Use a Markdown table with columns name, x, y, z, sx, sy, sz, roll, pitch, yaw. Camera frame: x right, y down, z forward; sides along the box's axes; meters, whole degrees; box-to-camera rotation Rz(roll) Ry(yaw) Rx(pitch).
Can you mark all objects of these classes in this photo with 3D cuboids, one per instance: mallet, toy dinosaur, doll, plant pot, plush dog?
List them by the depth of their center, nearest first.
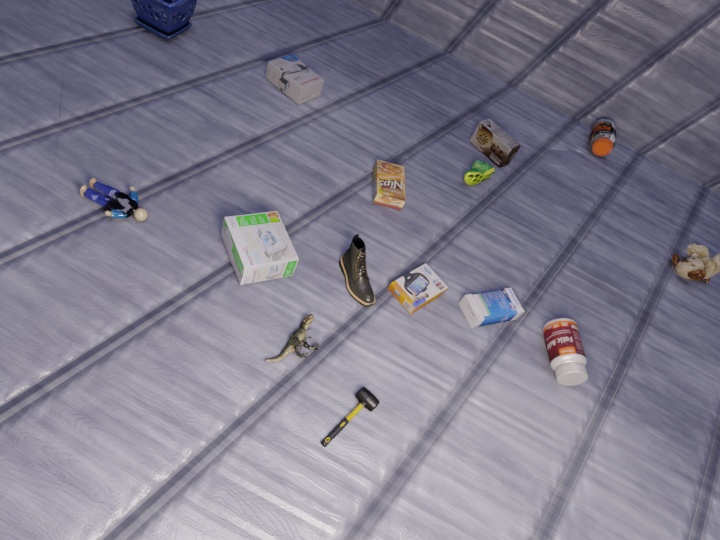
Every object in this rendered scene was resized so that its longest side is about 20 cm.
| name | x | y | z | sx | sy | sz | roll | pitch | yaw |
| --- | --- | --- | --- | --- | --- | --- | --- | --- | --- |
| mallet | -0.038 | 0.387 | 1.380 | 0.200 | 0.041 | 0.066 | -30 | 70 | -32 |
| toy dinosaur | -0.174 | 0.209 | 1.459 | 0.088 | 0.047 | 0.200 | 25 | 47 | 18 |
| doll | -0.734 | -0.212 | 1.565 | 0.200 | 0.048 | 0.137 | 29 | 50 | 2 |
| plant pot | -0.812 | -1.081 | 2.132 | 0.200 | 0.180 | 0.200 | 28 | 49 | 1 |
| plush dog | 1.451 | -0.012 | 2.237 | 0.172 | 0.161 | 0.200 | -7 | 27 | -10 |

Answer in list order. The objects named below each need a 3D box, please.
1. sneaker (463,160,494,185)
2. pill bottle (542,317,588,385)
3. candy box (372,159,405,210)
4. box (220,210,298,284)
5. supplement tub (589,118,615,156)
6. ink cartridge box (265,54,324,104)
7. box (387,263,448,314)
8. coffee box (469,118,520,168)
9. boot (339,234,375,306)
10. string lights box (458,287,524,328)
| name | x | y | z | sx | sy | sz | roll | pitch | yaw |
| --- | --- | --- | --- | --- | --- | --- | --- | --- | --- |
| sneaker | 0.491 | -0.418 | 2.200 | 0.200 | 0.074 | 0.084 | -23 | 66 | -44 |
| pill bottle | 0.675 | 0.268 | 1.701 | 0.114 | 0.114 | 0.200 | 12 | 50 | -12 |
| candy box | 0.109 | -0.331 | 1.987 | 0.115 | 0.055 | 0.200 | 12 | 50 | -13 |
| box | -0.314 | -0.072 | 1.592 | 0.176 | 0.097 | 0.200 | -9 | 59 | -30 |
| supplement tub | 1.255 | -0.686 | 2.676 | 0.122 | 0.123 | 0.200 | 26 | 48 | -1 |
| ink cartridge box | -0.278 | -0.814 | 2.196 | 0.200 | 0.086 | 0.146 | 40 | 50 | 14 |
| box | 0.202 | 0.054 | 1.733 | 0.200 | 0.041 | 0.119 | -29 | 68 | -34 |
| coffee box | 0.608 | -0.576 | 2.340 | 0.080 | 0.113 | 0.200 | -28 | 68 | -36 |
| boot | 0.000 | 0.000 | 1.629 | 0.077 | 0.138 | 0.200 | -16 | 62 | -31 |
| string lights box | 0.447 | 0.126 | 1.759 | 0.200 | 0.059 | 0.103 | -6 | 57 | -26 |
